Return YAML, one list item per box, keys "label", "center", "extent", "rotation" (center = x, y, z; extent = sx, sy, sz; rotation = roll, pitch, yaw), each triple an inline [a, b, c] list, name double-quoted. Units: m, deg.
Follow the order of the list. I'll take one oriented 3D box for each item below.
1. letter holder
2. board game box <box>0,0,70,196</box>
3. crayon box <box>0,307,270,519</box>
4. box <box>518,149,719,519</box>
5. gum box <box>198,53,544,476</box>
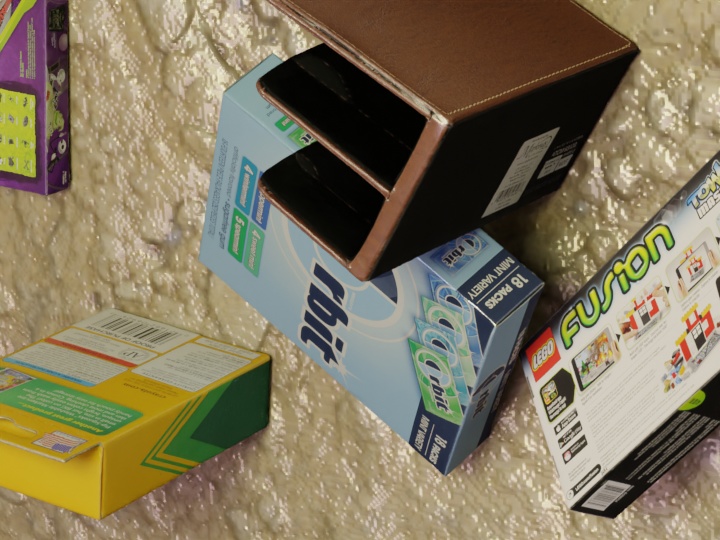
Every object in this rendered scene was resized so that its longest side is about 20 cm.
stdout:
- label: "letter holder"
  center: [0.023, -0.097, 1.282]
  extent: [0.142, 0.200, 0.101]
  rotation: [39, 122, 18]
- label: "board game box"
  center: [-0.234, -0.154, 1.541]
  extent: [0.120, 0.032, 0.200]
  rotation: [11, 110, 26]
- label: "crayon box"
  center: [-0.160, 0.085, 1.459]
  extent: [0.126, 0.200, 0.052]
  rotation: [15, 113, 29]
- label: "box"
  center: [0.166, 0.028, 1.296]
  extent: [0.200, 0.035, 0.110]
  rotation: [-47, 42, 34]
- label: "gum box"
  center: [0.000, 0.000, 1.380]
  extent: [0.200, 0.045, 0.170]
  rotation: [40, 150, 16]
